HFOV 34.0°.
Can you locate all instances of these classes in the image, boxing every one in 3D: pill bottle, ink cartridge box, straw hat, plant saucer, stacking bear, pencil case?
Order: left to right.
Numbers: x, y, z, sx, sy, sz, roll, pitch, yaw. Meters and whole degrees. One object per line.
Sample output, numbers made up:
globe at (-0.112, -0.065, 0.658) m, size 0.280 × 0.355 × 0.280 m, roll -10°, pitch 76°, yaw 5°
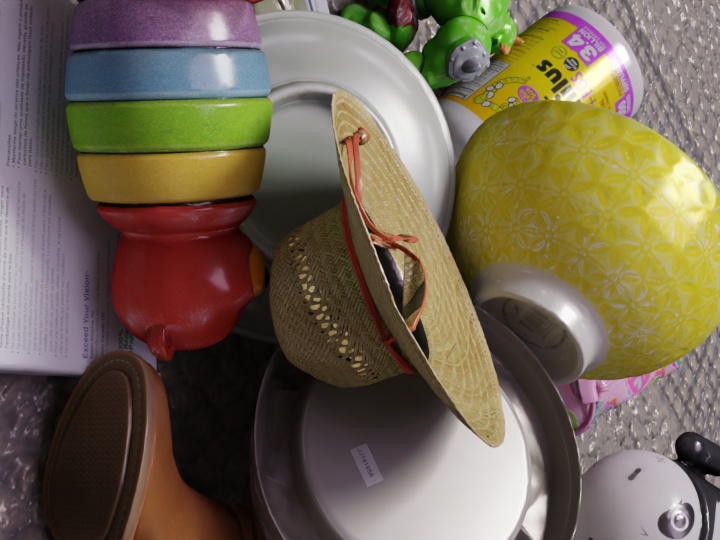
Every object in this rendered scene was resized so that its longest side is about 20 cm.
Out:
ink cartridge box at (-0.187, -0.048, 0.599) m, size 0.199 × 0.043 × 0.199 m, roll 11°, pitch 75°, yaw -48°
stacking bear at (-0.092, -0.059, 0.604) m, size 0.121 × 0.112 × 0.203 m, roll -87°, pitch 176°, yaw -82°
plant saucer at (-0.033, -0.055, 0.695) m, size 0.197 × 0.050 × 0.203 m, roll -1°, pitch 93°, yaw -13°
straw hat at (-0.003, 0.013, 0.617) m, size 0.202 × 0.084 × 0.202 m, roll 60°, pitch 14°, yaw -25°
pill bottle at (0.111, -0.104, 0.881) m, size 0.199 × 0.104 × 0.105 m, roll -39°, pitch 115°, yaw -17°
pencil case at (0.215, 0.076, 1.024) m, size 0.199 × 0.087 × 0.089 m, roll -17°, pitch 95°, yaw -49°

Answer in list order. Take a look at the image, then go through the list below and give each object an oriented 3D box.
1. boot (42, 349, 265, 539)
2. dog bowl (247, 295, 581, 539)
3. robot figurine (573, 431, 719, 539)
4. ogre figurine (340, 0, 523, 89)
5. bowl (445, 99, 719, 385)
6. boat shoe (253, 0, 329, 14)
boot at (-0.093, 0.141, 0.649) m, size 0.154 × 0.073 × 0.203 m, roll 0°, pitch 96°, yaw -51°
dog bowl at (0.026, 0.110, 0.671) m, size 0.197 × 0.059 × 0.202 m, roll 10°, pitch 59°, yaw -18°
robot figurine at (0.263, 0.230, 1.015) m, size 0.199 × 0.124 × 0.152 m, roll 32°, pitch 46°, yaw -42°
ogre figurine at (0.052, -0.189, 0.849) m, size 0.200 × 0.119 × 0.099 m, roll -54°, pitch 133°, yaw -43°
bowl at (0.127, 0.006, 0.737) m, size 0.108 × 0.199 × 0.201 m, roll -52°, pitch 121°, yaw -32°
boat shoe at (-0.058, -0.160, 0.757) m, size 0.062 × 0.071 × 0.202 m, roll -48°, pitch 120°, yaw -43°
